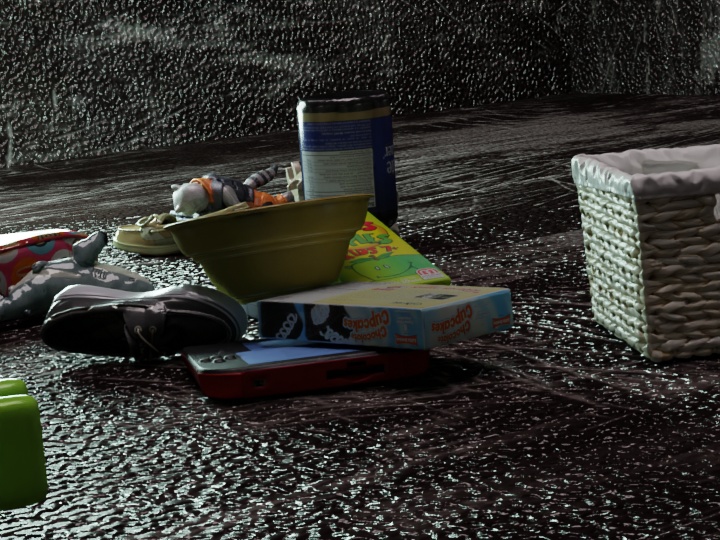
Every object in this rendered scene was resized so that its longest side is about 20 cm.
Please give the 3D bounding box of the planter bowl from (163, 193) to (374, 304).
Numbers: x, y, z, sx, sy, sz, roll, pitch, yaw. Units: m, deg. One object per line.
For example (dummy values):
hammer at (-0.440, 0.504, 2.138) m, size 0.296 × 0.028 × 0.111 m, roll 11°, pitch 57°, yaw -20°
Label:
planter bowl at (-0.078, -0.015, 1.570) m, size 0.198 × 0.084 × 0.200 m, roll -10°, pitch 0°, yaw 0°

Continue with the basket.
basket at (0.304, -0.025, 1.483) m, size 0.196 × 0.163 × 0.200 m, roll -6°, pitch 10°, yaw -8°

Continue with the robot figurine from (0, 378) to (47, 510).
robot figurine at (-0.297, 0.119, 1.038) m, size 0.198 × 0.117 × 0.175 m, roll -8°, pitch 15°, yaw -20°

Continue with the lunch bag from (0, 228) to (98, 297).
lunch bag at (-0.408, 0.000, 1.890) m, size 0.199 × 0.083 × 0.175 m, roll -13°, pitch 13°, yaw -40°

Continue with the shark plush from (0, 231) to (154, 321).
shark plush at (-0.319, 0.023, 1.781) m, size 0.199 × 0.091 × 0.083 m, roll -6°, pitch 39°, yaw -38°

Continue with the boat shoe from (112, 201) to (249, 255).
boat shoe at (-0.231, -0.056, 2.190) m, size 0.199 × 0.064 × 0.073 m, roll 1°, pitch 11°, yaw 27°

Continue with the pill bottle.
pill bottle at (-0.013, -0.104, 1.965) m, size 0.111 × 0.202 × 0.112 m, roll -4°, pitch 10°, yaw 1°

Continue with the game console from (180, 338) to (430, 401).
game console at (-0.049, 0.073, 1.462) m, size 0.198 × 0.031 × 0.177 m, roll -6°, pitch 10°, yaw -12°

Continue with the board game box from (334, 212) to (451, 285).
board game box at (0.000, 0.000, 1.670) m, size 0.101 × 0.048 × 0.200 m, roll -10°, pitch 25°, yaw -22°

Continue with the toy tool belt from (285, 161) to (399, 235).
toy tool belt at (-0.040, -0.098, 2.173) m, size 0.124 × 0.124 × 0.199 m, roll -13°, pitch 13°, yaw -43°

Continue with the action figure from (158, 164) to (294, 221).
action figure at (-0.192, -0.096, 2.310) m, size 0.199 × 0.106 × 0.193 m, roll 6°, pitch 4°, yaw 38°

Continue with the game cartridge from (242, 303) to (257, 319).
game cartridge at (-0.071, 0.017, 1.788) m, size 0.132 × 0.041 × 0.200 m, roll -11°, pitch 11°, yaw -12°

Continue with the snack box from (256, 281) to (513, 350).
snack box at (0.019, 0.037, 1.453) m, size 0.199 × 0.038 × 0.116 m, roll 2°, pitch 10°, yaw 45°

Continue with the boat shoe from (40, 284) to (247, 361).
boat shoe at (-0.203, 0.054, 1.555) m, size 0.198 × 0.070 × 0.066 m, roll 7°, pitch 37°, yaw 16°
